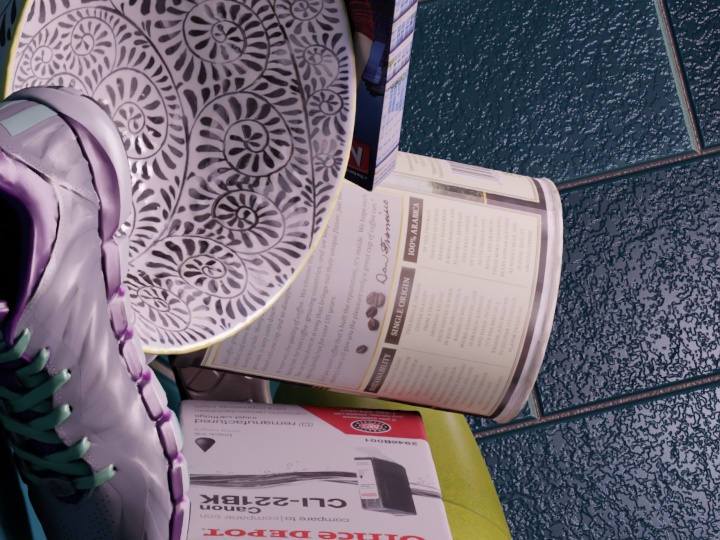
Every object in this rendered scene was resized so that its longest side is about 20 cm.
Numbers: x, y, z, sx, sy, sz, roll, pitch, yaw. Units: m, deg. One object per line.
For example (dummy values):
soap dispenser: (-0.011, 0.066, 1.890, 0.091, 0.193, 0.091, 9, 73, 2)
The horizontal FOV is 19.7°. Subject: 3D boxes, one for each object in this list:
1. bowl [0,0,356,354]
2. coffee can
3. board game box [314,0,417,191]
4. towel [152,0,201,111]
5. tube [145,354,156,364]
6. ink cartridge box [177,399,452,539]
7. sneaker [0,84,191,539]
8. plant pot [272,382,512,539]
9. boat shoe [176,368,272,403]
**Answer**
bowl: (-0.101, -0.071, 0.880, 0.094, 0.201, 0.202, 12, -54, 41)
coffee can: (0.000, 0.000, 1.190, 0.146, 0.199, 0.147, -169, -90, -81)
board game box: (-0.053, -0.132, 0.989, 0.200, 0.062, 0.200, 30, -43, 23)
towel: (-0.121, -0.119, 0.997, 0.149, 0.031, 0.201, 21, -45, 45)
tube: (-0.117, 0.014, 1.080, 0.050, 0.078, 0.200, 36, 5, -4)
ink cartridge box: (-0.031, 0.146, 1.107, 0.200, 0.144, 0.084, -102, -164, -71)
sneaker: (-0.120, 0.037, 0.747, 0.087, 0.074, 0.201, -25, 106, -60)
plant pot: (0.008, 0.158, 1.355, 0.201, 0.199, 0.193, 76, 8, -45)
boat shoe: (-0.098, 0.064, 1.454, 0.073, 0.074, 0.201, -134, -142, -72)
